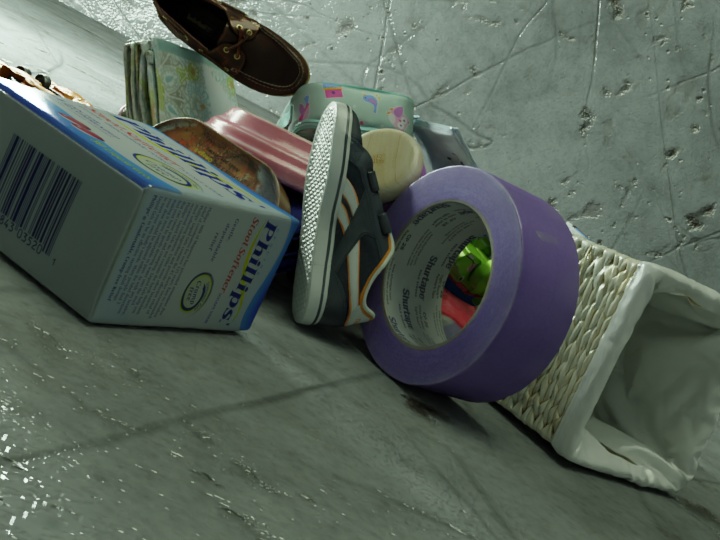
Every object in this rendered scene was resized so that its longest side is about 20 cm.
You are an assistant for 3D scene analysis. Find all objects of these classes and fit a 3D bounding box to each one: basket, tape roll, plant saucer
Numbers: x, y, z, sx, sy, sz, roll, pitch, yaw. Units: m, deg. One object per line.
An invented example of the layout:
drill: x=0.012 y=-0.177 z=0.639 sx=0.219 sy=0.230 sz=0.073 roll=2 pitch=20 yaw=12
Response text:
basket: x=0.254 y=0.088 z=1.149 sx=0.197 sy=0.202 sz=0.160 roll=21 pitch=5 yaw=-38
tape roll: x=0.095 y=0.013 z=1.046 sx=0.084 sy=0.202 sz=0.200 roll=18 pitch=13 yaw=-40
plant saucer: x=-0.075 y=-0.119 z=1.214 sx=0.198 sy=0.051 sz=0.201 roll=26 pitch=4 yaw=-2

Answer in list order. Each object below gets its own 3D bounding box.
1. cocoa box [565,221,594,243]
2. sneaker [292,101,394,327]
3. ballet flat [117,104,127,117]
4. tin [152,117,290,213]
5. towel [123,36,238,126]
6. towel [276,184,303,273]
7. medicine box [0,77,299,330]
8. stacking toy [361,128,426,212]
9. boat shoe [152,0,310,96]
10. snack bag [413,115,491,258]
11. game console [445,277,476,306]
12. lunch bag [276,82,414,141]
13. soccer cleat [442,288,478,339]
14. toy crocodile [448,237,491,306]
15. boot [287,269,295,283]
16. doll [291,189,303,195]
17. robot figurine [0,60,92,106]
cocoa box: x=0.274 y=0.065 z=1.358 sx=0.200 sy=0.133 sz=0.131 roll=46 pitch=7 yaw=-8
sneaker: x=-0.011 y=-0.049 z=1.056 sx=0.078 sy=0.203 sz=0.078 roll=7 pitch=1 yaw=-19
ballet flat: x=-0.237 y=-0.144 z=1.393 sx=0.070 sy=0.070 sz=0.199 roll=9 pitch=-10 yaw=37
tin: x=-0.147 y=-0.067 z=1.063 sx=0.199 sy=0.112 sz=0.042 roll=35 pitch=-15 yaw=35
towel: x=-0.200 y=-0.169 z=1.335 sx=0.048 sy=0.174 sz=0.199 roll=-9 pitch=-6 yaw=26
towel: x=-0.119 y=-0.057 z=1.148 sx=0.199 sy=0.050 sz=0.147 roll=29 pitch=25 yaw=33
medicine box: x=-0.178 y=-0.045 z=0.867 sx=0.181 sy=0.104 sz=0.199 roll=32 pitch=11 yaw=26
stacking toy: x=0.040 y=-0.049 z=1.178 sx=0.085 sy=0.085 sz=0.201 roll=33 pitch=-20 yaw=33
boat shoe: x=-0.150 y=-0.262 z=1.310 sx=0.198 sy=0.071 sz=0.070 roll=29 pitch=2 yaw=6
snack bag: x=0.119 y=-0.087 z=1.328 sx=0.202 sy=0.021 sz=0.189 roll=61 pitch=-6 yaw=-18
game console: x=0.059 y=-0.001 z=1.383 sx=0.200 sy=0.119 sz=0.170 roll=42 pitch=-36 yaw=-22
lunch bag: x=-0.030 y=-0.146 z=1.378 sx=0.158 sy=0.078 sz=0.200 roll=5 pitch=-21 yaw=-16
soccer cleat: x=0.093 y=0.066 z=1.210 sx=0.199 sy=0.076 sz=0.067 roll=40 pitch=37 yaw=-22
toy crocodile: x=0.122 y=0.000 z=1.243 sx=0.068 sy=0.062 sz=0.200 roll=53 pitch=9 yaw=21
boot: x=0.000 y=0.000 z=1.264 sx=0.173 sy=0.070 sz=0.200 roll=26 pitch=9 yaw=-23
doll: x=-0.103 y=-0.078 z=1.342 sx=0.134 sy=0.049 sz=0.200 roll=1 pitch=-8 yaw=14
robot figurine: x=-0.328 y=-0.165 z=1.226 sx=0.199 sy=0.059 sz=0.144 roll=35 pitch=11 yaw=39
